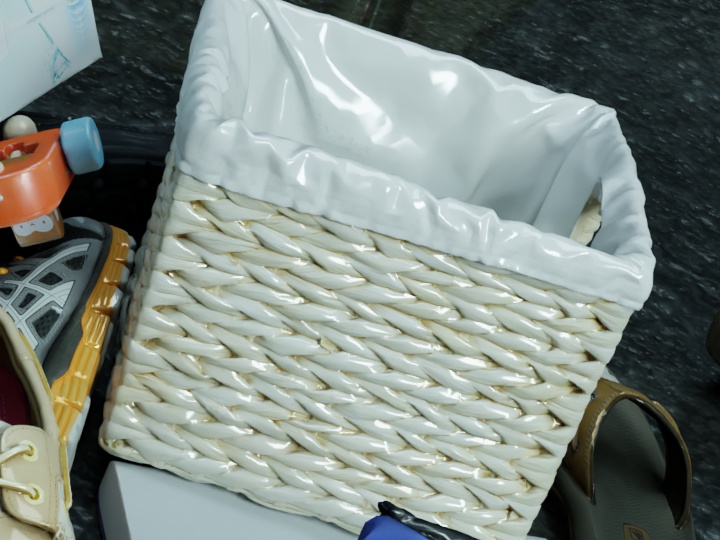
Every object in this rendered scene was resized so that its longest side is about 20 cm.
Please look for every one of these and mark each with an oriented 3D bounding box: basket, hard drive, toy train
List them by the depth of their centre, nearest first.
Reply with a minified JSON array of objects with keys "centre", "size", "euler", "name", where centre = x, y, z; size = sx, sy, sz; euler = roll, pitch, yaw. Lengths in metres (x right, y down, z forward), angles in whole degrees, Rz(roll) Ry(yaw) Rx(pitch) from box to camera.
[{"centre":[-0.001,0.141,1.136],"size":[0.200,0.025,0.132],"euler":[12,32,-22],"name":"hard drive"},{"centre":[-0.200,-0.003,1.142],"size":[0.200,0.056,0.150],"euler":[-14,18,2],"name":"toy train"},{"centre":[0.000,0.000,1.197],"size":[0.200,0.161,0.198],"euler":[19,21,-8],"name":"basket"}]

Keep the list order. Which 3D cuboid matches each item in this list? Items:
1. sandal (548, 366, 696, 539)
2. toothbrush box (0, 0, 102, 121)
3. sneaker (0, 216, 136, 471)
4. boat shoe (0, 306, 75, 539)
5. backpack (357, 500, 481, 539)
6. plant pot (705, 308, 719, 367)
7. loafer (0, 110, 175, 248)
[{"centre":[0.115,0.087,1.279],"size":[0.082,0.055,0.200],"euler":[13,32,-20],"name":"sandal"},{"centre":[-0.202,-0.123,1.168],"size":[0.085,0.147,0.200],"euler":[2,23,27],"name":"toothbrush box"},{"centre":[-0.143,0.034,1.155],"size":[0.077,0.078,0.200],"euler":[17,30,-3],"name":"sneaker"},{"centre":[-0.137,0.078,0.989],"size":[0.074,0.069,0.200],"euler":[-10,35,-8],"name":"boat shoe"},{"centre":[0.041,0.185,0.964],"size":[0.163,0.168,0.200],"euler":[42,1,21],"name":"backpack"},{"centre":[0.295,0.051,1.368],"size":[0.200,0.200,0.174],"euler":[-12,63,-47],"name":"plant pot"},{"centre":[-0.161,-0.048,1.275],"size":[0.200,0.068,0.070],"euler":[-4,46,-34],"name":"loafer"}]
